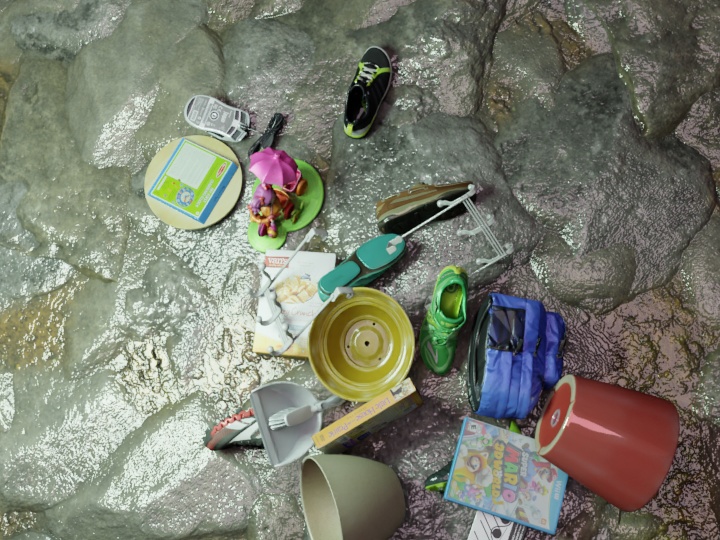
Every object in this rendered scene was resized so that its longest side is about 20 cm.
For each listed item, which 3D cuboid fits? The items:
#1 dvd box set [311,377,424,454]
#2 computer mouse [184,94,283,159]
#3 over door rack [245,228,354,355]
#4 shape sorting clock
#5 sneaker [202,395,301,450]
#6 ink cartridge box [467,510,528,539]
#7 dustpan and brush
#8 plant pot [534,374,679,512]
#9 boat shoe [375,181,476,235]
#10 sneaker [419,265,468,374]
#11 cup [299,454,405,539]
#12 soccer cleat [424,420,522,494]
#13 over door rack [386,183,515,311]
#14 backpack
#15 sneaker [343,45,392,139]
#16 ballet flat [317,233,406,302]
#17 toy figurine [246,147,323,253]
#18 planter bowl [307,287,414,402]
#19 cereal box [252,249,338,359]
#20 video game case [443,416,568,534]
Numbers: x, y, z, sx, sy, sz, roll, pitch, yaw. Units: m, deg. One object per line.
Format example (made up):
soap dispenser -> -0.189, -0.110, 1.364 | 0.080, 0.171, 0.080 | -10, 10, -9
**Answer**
dvd box set -> 0.017, 0.262, 1.654 | 0.198, 0.146, 0.030 | -31, 71, 1
computer mouse -> -0.260, -0.297, 1.890 | 0.197, 0.044, 0.111 | 23, 85, 8
over door rack -> -0.121, 0.035, 1.678 | 0.199, 0.066, 0.149 | -40, 57, 24
shape sorting clock -> -0.333, -0.176, 1.871 | 0.196, 0.039, 0.204 | -2, 69, 5
sneaker -> -0.192, 0.296, 1.716 | 0.197, 0.071, 0.099 | -23, 72, 1
ink cartridge box -> 0.226, 0.489, 1.617 | 0.093, 0.044, 0.203 | 19, 80, 14
dustpan and brush -> -0.097, 0.253, 1.674 | 0.057, 0.199, 0.142 | -21, 86, 35
plant pot -> 0.395, 0.272, 1.542 | 0.175, 0.200, 0.203 | 23, 80, -4
boat shoe -> 0.119, -0.134, 1.774 | 0.196, 0.076, 0.075 | -17, 56, -1
sneaker -> 0.149, 0.093, 1.685 | 0.073, 0.084, 0.204 | 9, 104, 1
cup -> -0.005, 0.404, 1.614 | 0.141, 0.200, 0.204 | -10, 73, -21
soccer cleat -> 0.199, 0.331, 1.655 | 0.197, 0.068, 0.082 | -21, 65, -4
over door rack -> 0.163, -0.046, 1.722 | 0.199, 0.067, 0.149 | -34, 104, 11
backpack -> 0.268, 0.159, 1.632 | 0.165, 0.163, 0.204 | 10, 77, 8
sneaker -> 0.014, -0.355, 1.838 | 0.070, 0.083, 0.204 | 12, 78, 11
ballet flat -> 0.000, 0.000, 1.755 | 0.198, 0.071, 0.068 | -33, 68, -20
toy figurine -> -0.169, -0.148, 1.764 | 0.148, 0.184, 0.202 | 28, 82, 14
planter bowl -> 0.007, 0.134, 1.711 | 0.196, 0.083, 0.205 | -1, 87, 10
cereal box -> -0.122, 0.064, 1.778 | 0.141, 0.040, 0.204 | 3, 77, 10
video game case -> 0.255, 0.351, 1.606 | 0.197, 0.018, 0.146 | 18, 75, 1
